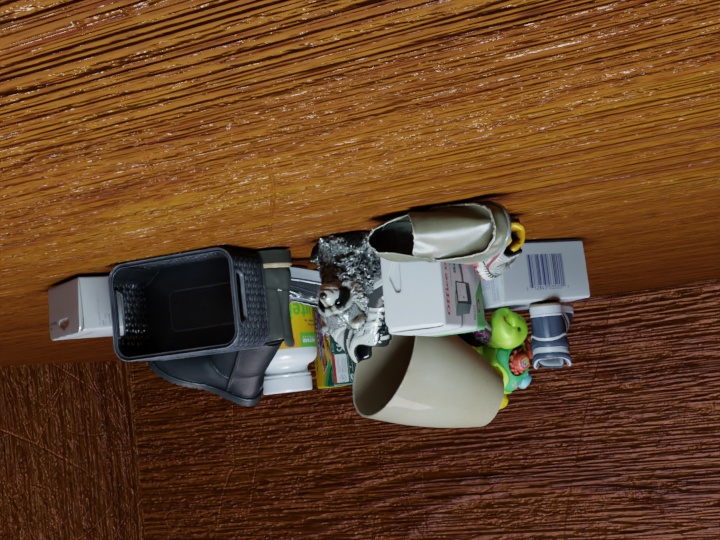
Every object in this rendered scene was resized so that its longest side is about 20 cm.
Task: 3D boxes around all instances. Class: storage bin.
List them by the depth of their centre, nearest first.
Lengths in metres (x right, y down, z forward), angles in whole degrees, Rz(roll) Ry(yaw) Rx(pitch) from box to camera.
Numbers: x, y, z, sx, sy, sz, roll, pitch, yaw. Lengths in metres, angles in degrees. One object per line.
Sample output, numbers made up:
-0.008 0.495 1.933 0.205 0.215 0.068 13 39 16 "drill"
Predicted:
-0.237 0.049 1.551 0.199 0.136 0.094 -9 173 22 "storage bin"

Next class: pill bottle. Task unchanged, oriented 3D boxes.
-0.130 0.100 1.843 0.110 0.201 0.111 -6 174 -1 "pill bottle"

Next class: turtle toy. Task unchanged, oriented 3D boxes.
0.238 0.135 1.895 0.101 0.146 0.200 -18 147 2 "turtle toy"

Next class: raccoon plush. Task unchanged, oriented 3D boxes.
0.016 0.020 1.549 0.199 0.135 0.097 -2 171 -36 "raccoon plush"

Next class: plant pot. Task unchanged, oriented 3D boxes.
0.119 0.171 1.760 0.199 0.188 0.187 23 162 -23 "plant pot"

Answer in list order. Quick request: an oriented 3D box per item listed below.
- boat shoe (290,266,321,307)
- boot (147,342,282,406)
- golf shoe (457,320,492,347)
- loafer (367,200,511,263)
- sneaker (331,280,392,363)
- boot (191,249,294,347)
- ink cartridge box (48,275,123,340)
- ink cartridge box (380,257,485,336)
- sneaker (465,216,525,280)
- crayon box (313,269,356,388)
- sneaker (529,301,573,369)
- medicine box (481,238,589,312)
-0.123 0.030 1.724 0.198 0.068 0.074 8 173 -24 "boat shoe"
-0.227 0.115 1.754 0.199 0.077 0.169 22 131 2 "boot"
0.139 0.045 1.791 0.200 0.092 0.073 37 139 -20 "golf shoe"
0.091 -0.039 1.362 0.199 0.076 0.070 -11 177 38 "loafer"
0.030 0.067 1.704 0.075 0.088 0.200 -20 159 -39 "sneaker"
-0.183 0.051 1.618 0.199 0.139 0.077 -10 174 37 "boot"
-0.360 0.054 1.715 0.199 0.085 0.146 -2 173 -35 "ink cartridge box"
0.100 0.013 1.530 0.084 0.147 0.200 -8 174 21 "ink cartridge box"
0.191 -0.032 1.533 0.082 0.078 0.200 -10 174 18 "sneaker"
-0.046 0.098 1.914 0.058 0.201 0.173 -5 174 -13 "crayon box"
0.327 0.112 1.904 0.070 0.109 0.200 -8 174 17 "sneaker"
0.255 0.014 1.918 0.181 0.103 0.200 -3 174 -28 "medicine box"
